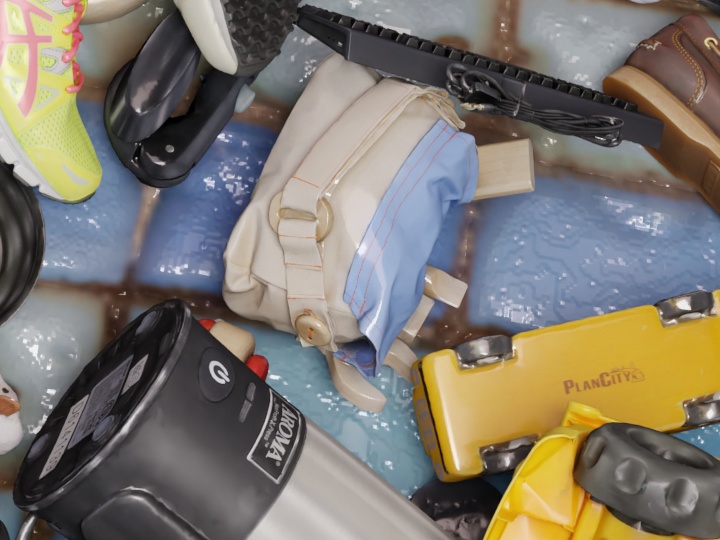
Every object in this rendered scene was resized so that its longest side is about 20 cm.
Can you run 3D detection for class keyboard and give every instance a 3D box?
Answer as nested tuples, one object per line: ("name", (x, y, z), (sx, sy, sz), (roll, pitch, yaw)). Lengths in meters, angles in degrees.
("keyboard", (0.070, -0.093, 1.218), (0.199, 0.127, 0.021), (12, 106, -33))

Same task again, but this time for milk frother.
("milk frother", (-0.086, 0.150, 1.129), (0.188, 0.200, 0.181), (41, 51, -17))

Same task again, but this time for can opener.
("can opener", (-0.068, -0.122, 1.263), (0.063, 0.079, 0.200), (40, 54, -8))

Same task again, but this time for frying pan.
("frying pan", (-0.235, 0.013, 1.193), (0.115, 0.031, 0.190), (40, 71, 5))

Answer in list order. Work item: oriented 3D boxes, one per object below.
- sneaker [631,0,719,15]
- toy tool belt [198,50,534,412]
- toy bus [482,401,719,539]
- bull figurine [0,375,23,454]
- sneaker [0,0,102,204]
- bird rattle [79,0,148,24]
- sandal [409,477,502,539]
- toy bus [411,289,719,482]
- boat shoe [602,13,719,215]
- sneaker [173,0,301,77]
("sneaker", (0.197, -0.180, 1.306), (0.200, 0.114, 0.076), (31, 67, 1))
("toy tool belt", (0.000, 0.000, 1.198), (0.122, 0.125, 0.201), (23, 68, 7))
("toy bus", (0.155, 0.143, 1.110), (0.199, 0.192, 0.136), (21, 102, 5))
("bull figurine", (-0.247, 0.098, 1.138), (0.121, 0.065, 0.200), (36, 69, -3))
("sneaker", (-0.159, -0.128, 1.197), (0.090, 0.078, 0.201), (-20, 108, 2))
("bird rattle", (-0.144, -0.206, 1.278), (0.199, 0.113, 0.164), (8, 80, -22))
("sandal", (0.070, 0.194, 1.182), (0.076, 0.043, 0.201), (-20, 75, -17))
("toy bus", (0.122, 0.055, 1.221), (0.199, 0.078, 0.065), (-12, 84, -15))
("boat shoe", (0.217, -0.050, 1.285), (0.070, 0.070, 0.200), (-38, 81, -17))
("sneaker", (-0.095, -0.187, 1.200), (0.070, 0.093, 0.201), (-24, 99, -49))
